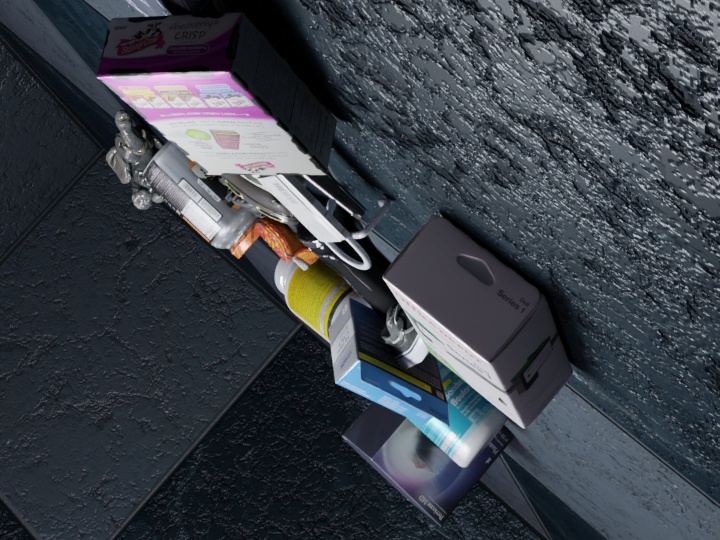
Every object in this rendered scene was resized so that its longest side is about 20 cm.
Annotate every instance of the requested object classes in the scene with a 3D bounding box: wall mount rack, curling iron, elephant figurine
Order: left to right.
[{"bbox_3d":[-0.453,-0.239,2.564,0.201,0.154,0.142,55,-147,-16],"label":"elephant figurine"},{"bbox_3d":[-0.073,-0.126,1.440,0.200,0.026,0.050,44,176,-9],"label":"curling iron"},{"bbox_3d":[-0.055,-0.091,1.338,0.200,0.075,0.173,45,163,-19],"label":"wall mount rack"}]

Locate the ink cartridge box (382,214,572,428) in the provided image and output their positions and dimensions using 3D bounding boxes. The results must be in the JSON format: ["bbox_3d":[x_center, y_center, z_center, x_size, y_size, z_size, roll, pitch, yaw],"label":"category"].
[{"bbox_3d":[0.117,0.053,1.216,0.146,0.084,0.200,38,172,29],"label":"ink cartridge box"}]

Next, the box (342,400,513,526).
[{"bbox_3d":[0.115,0.279,2.087,0.200,0.199,0.123,45,172,-28],"label":"box"}]

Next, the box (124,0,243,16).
[{"bbox_3d":[-0.188,-0.270,1.130,0.199,0.051,0.158,39,171,20],"label":"box"}]

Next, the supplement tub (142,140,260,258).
[{"bbox_3d":[-0.229,-0.121,1.940,0.200,0.123,0.123,43,173,-5],"label":"supplement tub"}]

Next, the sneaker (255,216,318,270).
[{"bbox_3d":[-0.090,-0.054,1.723,0.073,0.077,0.200,47,-174,10],"label":"sneaker"}]

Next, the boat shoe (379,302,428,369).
[{"bbox_3d":[0.061,0.072,1.553,0.071,0.072,0.200,38,156,1],"label":"boat shoe"}]

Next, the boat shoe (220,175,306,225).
[{"bbox_3d":[-0.143,-0.123,1.604,0.201,0.071,0.061,35,138,39],"label":"boat shoe"}]

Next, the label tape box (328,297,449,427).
[{"bbox_3d":[0.036,0.137,1.666,0.142,0.066,0.201,27,-155,-19],"label":"label tape box"}]

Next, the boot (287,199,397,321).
[{"bbox_3d":[0.000,0.000,1.614,0.200,0.066,0.165,49,179,-20],"label":"boot"}]

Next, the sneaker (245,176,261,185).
[{"bbox_3d":[-0.176,-0.178,1.527,0.199,0.076,0.114,30,164,49],"label":"sneaker"}]

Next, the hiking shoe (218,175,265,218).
[{"bbox_3d":[-0.131,-0.110,1.731,0.100,0.076,0.200,36,-175,-21],"label":"hiking shoe"}]

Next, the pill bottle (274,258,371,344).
[{"bbox_3d":[-0.045,0.039,1.908,0.199,0.113,0.113,35,170,45],"label":"pill bottle"}]

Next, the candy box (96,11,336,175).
[{"bbox_3d":[-0.122,-0.153,1.117,0.135,0.062,0.200,3,160,24],"label":"candy box"}]

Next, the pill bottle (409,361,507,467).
[{"bbox_3d":[0.123,0.201,1.939,0.200,0.111,0.111,41,173,11],"label":"pill bottle"}]
